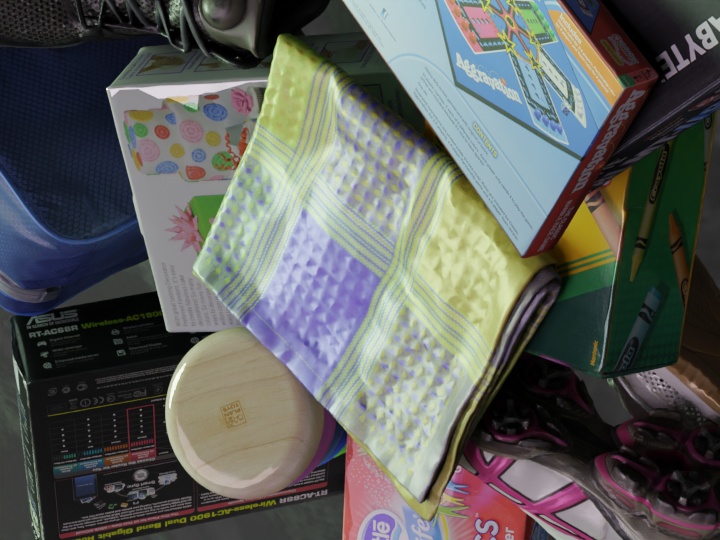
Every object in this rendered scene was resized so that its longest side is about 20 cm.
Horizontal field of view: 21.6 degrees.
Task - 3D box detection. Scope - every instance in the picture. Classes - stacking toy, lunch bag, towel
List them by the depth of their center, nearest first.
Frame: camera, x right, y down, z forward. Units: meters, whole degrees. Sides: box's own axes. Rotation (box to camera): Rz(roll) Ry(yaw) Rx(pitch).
[{"bbox_3d":[0.000,0.000,0.857,0.200,0.023,0.144,46,125,32],"label":"towel"},{"bbox_3d":[-0.026,0.072,1.020,0.085,0.200,0.086,0,89,21],"label":"stacking toy"},{"bbox_3d":[-0.160,-0.065,1.085,0.136,0.200,0.132,56,149,8],"label":"lunch bag"}]

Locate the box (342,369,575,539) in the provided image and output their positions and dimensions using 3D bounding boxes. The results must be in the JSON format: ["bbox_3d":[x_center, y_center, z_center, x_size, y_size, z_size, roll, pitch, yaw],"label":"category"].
[{"bbox_3d":[0.049,0.131,0.999,0.102,0.095,0.200,10,114,16],"label":"box"}]

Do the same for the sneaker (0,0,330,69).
[{"bbox_3d":[-0.103,-0.142,0.927,0.114,0.199,0.076,-112,18,-68],"label":"sneaker"}]

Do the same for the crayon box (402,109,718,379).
[{"bbox_3d":[0.090,-0.066,0.818,0.119,0.058,0.200,18,106,43],"label":"crayon box"}]

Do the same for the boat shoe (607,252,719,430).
[{"bbox_3d":[0.143,0.042,0.890,0.200,0.071,0.069,47,144,14],"label":"boat shoe"}]

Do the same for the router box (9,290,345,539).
[{"bbox_3d":[-0.105,0.084,1.138,0.062,0.200,0.150,-115,21,-46],"label":"router box"}]

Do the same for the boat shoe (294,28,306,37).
[{"bbox_3d":[-0.038,-0.054,1.036,0.074,0.073,0.200,1,125,13],"label":"boat shoe"}]

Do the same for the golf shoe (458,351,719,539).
[{"bbox_3d":[0.088,0.092,0.873,0.200,0.073,0.092,28,137,24],"label":"golf shoe"}]

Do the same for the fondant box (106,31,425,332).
[{"bbox_3d":[-0.013,-0.044,0.953,0.200,0.058,0.144,-2,120,15],"label":"fondant box"}]

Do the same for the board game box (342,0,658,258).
[{"bbox_3d":[0.032,-0.112,0.724,0.200,0.019,0.103,57,148,23],"label":"board game box"}]

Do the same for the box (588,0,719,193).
[{"bbox_3d":[0.079,-0.144,0.699,0.200,0.050,0.199,-35,76,57],"label":"box"}]
